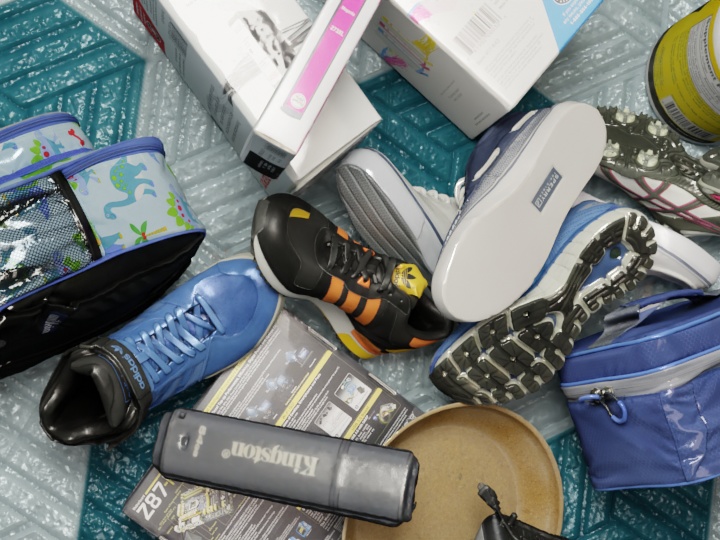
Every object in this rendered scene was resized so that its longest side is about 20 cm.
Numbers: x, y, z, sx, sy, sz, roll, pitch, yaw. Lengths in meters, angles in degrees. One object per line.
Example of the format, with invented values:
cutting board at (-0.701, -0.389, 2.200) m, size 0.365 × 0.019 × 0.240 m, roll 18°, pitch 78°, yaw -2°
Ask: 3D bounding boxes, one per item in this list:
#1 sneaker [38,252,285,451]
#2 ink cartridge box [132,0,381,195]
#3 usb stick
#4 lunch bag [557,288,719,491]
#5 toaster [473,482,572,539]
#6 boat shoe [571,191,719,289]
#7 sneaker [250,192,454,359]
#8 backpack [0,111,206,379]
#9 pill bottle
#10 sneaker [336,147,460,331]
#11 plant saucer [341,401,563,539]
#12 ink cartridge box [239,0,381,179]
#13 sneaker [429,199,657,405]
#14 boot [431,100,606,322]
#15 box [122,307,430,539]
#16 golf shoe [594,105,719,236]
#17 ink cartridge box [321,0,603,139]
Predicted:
sneaker at (-0.146, 0.062, 0.842) m, size 0.199 × 0.111 × 0.077 m, roll -31°, pitch 94°, yaw 14°
ink cartridge box at (-0.082, -0.156, 0.881) m, size 0.084 × 0.144 × 0.201 m, roll -36°, pitch 93°, yaw -9°
usb stick at (-0.054, 0.142, 0.849) m, size 0.198 × 0.033 × 0.056 m, roll 9°, pitch 81°, yaw 12°
lunch bag at (0.246, 0.082, 0.902) m, size 0.199 × 0.136 × 0.133 m, roll -14°, pitch 87°, yaw -34°
toaster at (0.150, 0.273, 0.826) m, size 0.180 × 0.200 × 0.119 m, roll 24°, pitch 105°, yaw -7°
boat shoe at (0.195, -0.019, 0.958) m, size 0.199 × 0.074 × 0.066 m, roll 24°, pitch 87°, yaw 4°
sneaker at (0.000, 0.000, 0.862) m, size 0.089 × 0.200 × 0.070 m, roll -8°, pitch 57°, yaw 29°
backpack at (-0.222, -0.024, 0.830) m, size 0.199 × 0.183 × 0.148 m, roll -24°, pitch 84°, yaw -30°
pill bottle at (0.312, -0.170, 0.914) m, size 0.113 × 0.200 × 0.115 m, roll 1°, pitch 86°, yaw -9°
sneaker at (0.054, -0.032, 0.916) m, size 0.200 × 0.073 × 0.071 m, roll 51°, pitch 62°, yaw -33°
plant saucer at (0.068, 0.197, 0.914) m, size 0.199 × 0.035 × 0.202 m, roll -5°, pitch 100°, yaw -25°
ink cartridge box at (-0.017, -0.160, 0.772) m, size 0.037 × 0.095 × 0.201 m, roll 27°, pitch 81°, yaw -8°
sneaker at (0.131, 0.022, 0.892) m, size 0.200 × 0.089 × 0.079 m, roll -41°, pitch 117°, yaw -1°
boot at (0.101, -0.043, 0.872) m, size 0.200 × 0.090 × 0.073 m, roll -50°, pitch 115°, yaw -21°
box at (-0.064, 0.151, 0.914) m, size 0.161 × 0.049 × 0.201 m, roll 36°, pitch 82°, yaw -7°
golf shoe at (0.246, -0.071, 0.959) m, size 0.199 × 0.089 × 0.077 m, roll 21°, pitch 47°, yaw 16°
ink cartridge box at (0.069, -0.226, 0.918) m, size 0.200 × 0.125 × 0.129 m, roll 42°, pitch 81°, yaw -3°
